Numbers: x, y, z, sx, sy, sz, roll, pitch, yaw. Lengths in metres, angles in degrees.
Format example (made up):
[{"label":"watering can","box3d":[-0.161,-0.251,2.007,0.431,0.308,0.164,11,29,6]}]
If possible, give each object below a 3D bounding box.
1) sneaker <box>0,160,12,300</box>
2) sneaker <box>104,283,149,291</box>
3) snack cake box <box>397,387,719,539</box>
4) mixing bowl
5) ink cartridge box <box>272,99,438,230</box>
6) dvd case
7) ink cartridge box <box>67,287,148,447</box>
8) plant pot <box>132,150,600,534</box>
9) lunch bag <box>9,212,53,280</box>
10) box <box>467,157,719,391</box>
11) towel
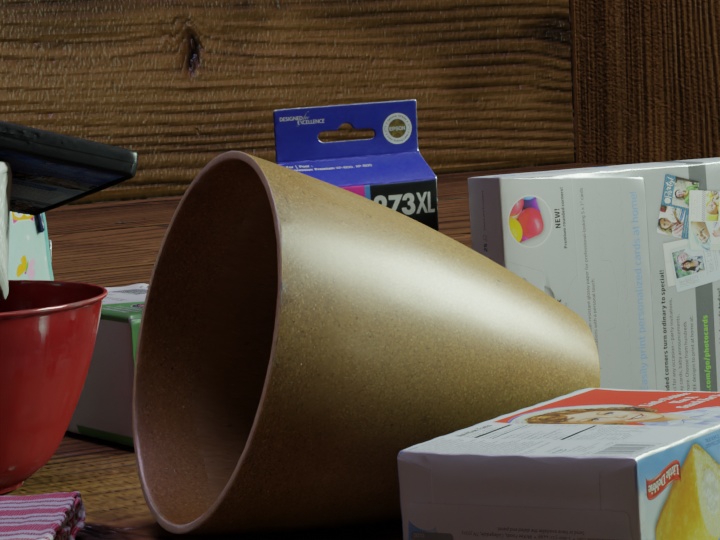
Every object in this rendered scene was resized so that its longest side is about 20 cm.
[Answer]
[{"label":"sneaker","box3d":[-0.250,-0.021,1.412,0.118,0.074,0.200,3,-5,-10]},{"label":"sneaker","box3d":[-0.188,0.045,1.803,0.199,0.080,0.129,6,-9,-35]},{"label":"snack cake box","box3d":[0.114,0.099,1.170,0.115,0.067,0.200,-1,5,30]},{"label":"mixing bowl","box3d":[-0.237,0.068,1.439,0.200,0.109,0.200,-3,6,0]},{"label":"ink cartridge box","box3d":[0.000,0.000,1.563,0.094,0.200,0.037,-5,6,-20]},{"label":"dvd case","box3d":[-0.221,-0.061,1.452,0.142,0.018,0.200,11,-9,-22]},{"label":"ink cartridge box","box3d":[-0.092,0.053,1.652,0.200,0.084,0.145,-6,7,-33]},{"label":"plant pot","box3d":[0.011,0.049,1.291,0.200,0.187,0.186,9,0,-24]},{"label":"lunch bag","box3d":[-0.301,0.009,1.865,0.077,0.161,0.200,-5,9,36]},{"label":"box","box3d":[0.164,0.013,1.590,0.200,0.156,0.041,-6,4,-30]},{"label":"towel","box3d":[-0.208,0.132,1.201,0.146,0.030,0.200,-3,3,0]}]
